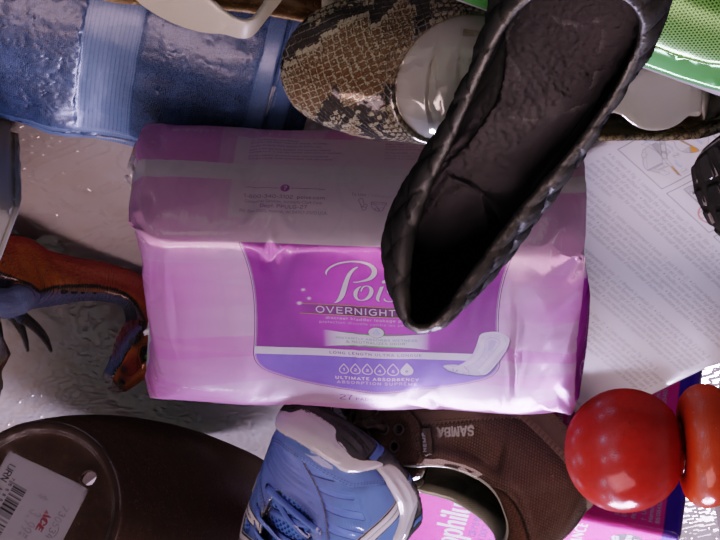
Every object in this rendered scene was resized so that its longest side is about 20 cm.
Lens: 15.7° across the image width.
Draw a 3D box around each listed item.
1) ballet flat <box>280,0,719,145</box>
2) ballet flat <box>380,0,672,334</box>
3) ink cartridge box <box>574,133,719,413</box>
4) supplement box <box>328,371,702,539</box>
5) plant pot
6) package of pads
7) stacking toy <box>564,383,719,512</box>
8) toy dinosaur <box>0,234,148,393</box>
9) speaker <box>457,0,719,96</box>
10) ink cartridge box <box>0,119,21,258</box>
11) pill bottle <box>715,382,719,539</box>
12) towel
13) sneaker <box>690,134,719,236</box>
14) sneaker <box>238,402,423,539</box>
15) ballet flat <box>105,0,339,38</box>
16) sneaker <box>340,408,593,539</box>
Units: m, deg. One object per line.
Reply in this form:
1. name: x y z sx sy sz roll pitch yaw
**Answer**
1. ballet flat: 0.070 -0.077 1.022 0.199 0.075 0.068 -1 110 -27
2. ballet flat: 0.065 -0.059 0.944 0.066 0.057 0.201 19 123 -11
3. ink cartridge box: 0.134 -0.022 1.187 0.199 0.050 0.162 -30 131 27
4. supplement box: 0.060 0.093 1.317 0.199 0.104 0.101 13 148 0
5. plant pot: -0.131 0.150 1.338 0.186 0.188 0.200 -1 160 17
6. package of pads: 0.000 0.000 1.125 0.198 0.076 0.121 2 139 3
7. stacking toy: 0.188 0.072 1.141 0.198 0.086 0.086 -2 148 -2
8. toy dinosaur: -0.186 0.008 1.276 0.180 0.105 0.201 -8 137 -6
9. speaker: 0.089 -0.128 0.980 0.199 0.089 0.089 18 147 -12
10. ink cartridge box: -0.255 -0.041 1.146 0.199 0.145 0.088 17 105 -13
11. pill bottle: 0.275 0.093 1.244 0.199 0.113 0.112 -4 145 20
12. towel: -0.118 -0.098 1.121 0.199 0.049 0.112 13 147 -4
13. sneaker: 0.231 -0.060 1.034 0.199 0.088 0.076 -17 111 30
14. sneaker: -0.022 0.132 1.220 0.076 0.077 0.201 32 150 22
15. ballet flat: -0.025 -0.116 1.049 0.199 0.066 0.071 9 146 2
16. sneaker: 0.021 0.060 1.227 0.200 0.076 0.071 40 161 11
